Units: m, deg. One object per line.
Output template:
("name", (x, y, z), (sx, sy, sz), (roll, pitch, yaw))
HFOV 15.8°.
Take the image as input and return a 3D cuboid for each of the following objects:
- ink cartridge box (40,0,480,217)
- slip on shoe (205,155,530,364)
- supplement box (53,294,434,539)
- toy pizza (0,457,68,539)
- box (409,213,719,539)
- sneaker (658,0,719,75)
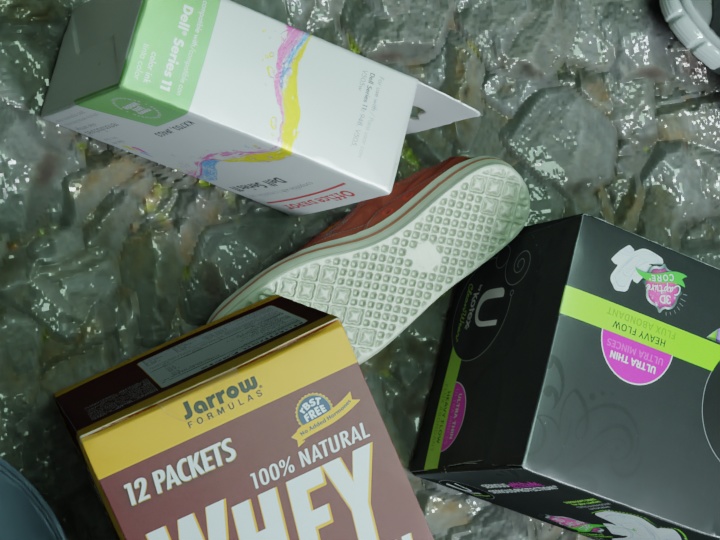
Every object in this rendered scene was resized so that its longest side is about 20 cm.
("ink cartridge box", (-0.051, -0.082, 1.363), (0.200, 0.117, 0.067), (21, 76, -24))
("slip on shoe", (0.000, 0.000, 1.418), (0.200, 0.061, 0.074), (-34, 113, -13))
("supplement box", (-0.047, 0.132, 1.277), (0.133, 0.200, 0.198), (-24, 96, -8))
("toy pizza", (-0.232, 0.178, 1.286), (0.200, 0.032, 0.201), (3, 85, -31))
("box", (0.154, 0.073, 1.453), (0.200, 0.124, 0.149), (21, 75, -26))
("sneaker", (0.268, -0.119, 1.529), (0.200, 0.080, 0.074), (43, 40, -3))
